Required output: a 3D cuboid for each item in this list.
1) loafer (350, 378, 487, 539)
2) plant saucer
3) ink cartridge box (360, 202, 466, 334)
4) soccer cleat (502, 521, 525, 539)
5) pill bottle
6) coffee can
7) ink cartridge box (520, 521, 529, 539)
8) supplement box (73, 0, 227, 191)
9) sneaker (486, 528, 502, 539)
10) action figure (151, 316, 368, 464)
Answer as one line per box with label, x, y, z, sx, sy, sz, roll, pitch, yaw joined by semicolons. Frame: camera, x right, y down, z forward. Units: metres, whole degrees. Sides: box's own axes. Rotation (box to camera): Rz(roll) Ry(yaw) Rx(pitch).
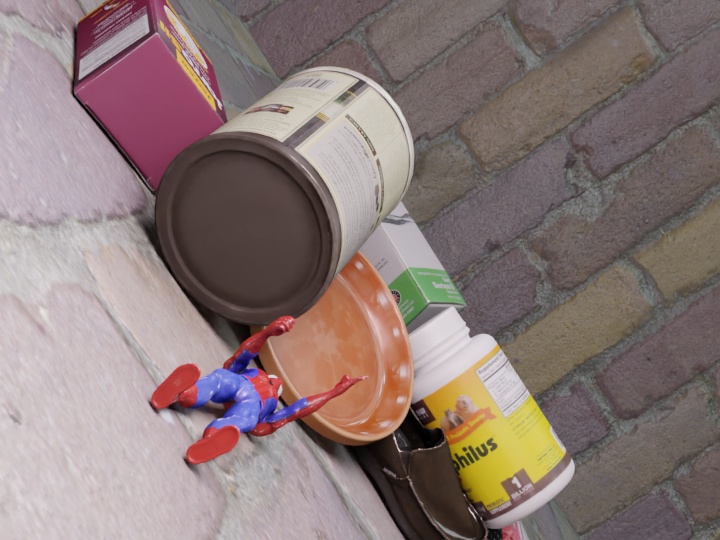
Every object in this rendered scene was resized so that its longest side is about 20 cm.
loafer;0.055;0.185;1.144;0.201;0.071;0.073;51;34;-1
plant saucer;-0.028;0.056;1.079;0.199;0.032;0.202;32;44;-36
ink cartridge box;0.000;0.000;1.339;0.084;0.146;0.201;3;50;-52
soccer cleat;0.164;0.321;1.347;0.076;0.066;0.202;47;-17;55
pill bottle;0.113;0.140;1.198;0.201;0.109;0.109;56;5;2
coffee can;-0.053;-0.065;0.973;0.147;0.145;0.200;55;29;-8
ink cartridge box;0.156;0.300;1.630;0.201;0.050;0.162;51;7;-22
supplement box;-0.184;-0.170;1.079;0.111;0.085;0.201;54;6;-29
sneaker;0.064;0.212;1.262;0.201;0.073;0.080;58;-15;0
action figure;-0.058;0.070;0.793;0.066;0.098;0.200;58;3;5
